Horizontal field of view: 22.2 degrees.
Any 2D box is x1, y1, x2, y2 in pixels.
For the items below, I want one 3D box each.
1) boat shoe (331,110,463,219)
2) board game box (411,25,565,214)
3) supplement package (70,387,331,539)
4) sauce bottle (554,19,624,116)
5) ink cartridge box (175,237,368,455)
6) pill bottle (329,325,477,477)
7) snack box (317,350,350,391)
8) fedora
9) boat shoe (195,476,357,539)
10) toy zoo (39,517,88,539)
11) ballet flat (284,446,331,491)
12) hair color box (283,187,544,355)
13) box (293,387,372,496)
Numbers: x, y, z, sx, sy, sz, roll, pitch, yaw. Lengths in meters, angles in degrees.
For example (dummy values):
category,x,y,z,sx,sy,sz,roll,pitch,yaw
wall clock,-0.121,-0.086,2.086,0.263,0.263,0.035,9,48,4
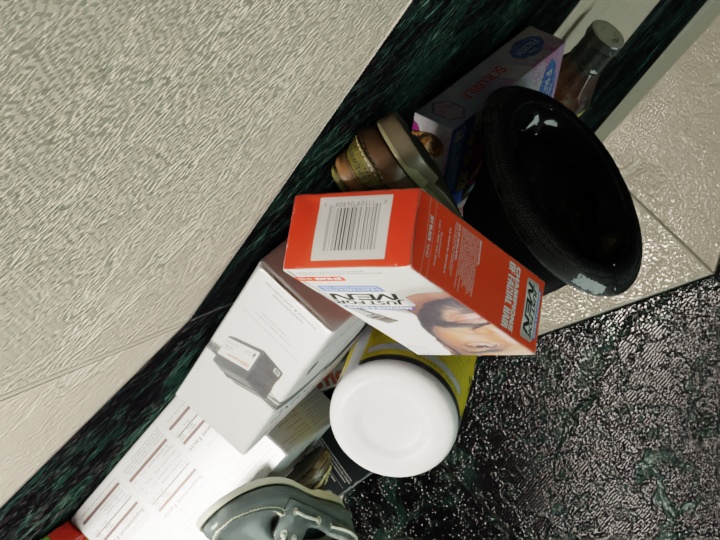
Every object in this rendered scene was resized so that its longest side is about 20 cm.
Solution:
category,x,y,z,sx,sy,sz,roll,pitch,yaw
boat shoe,0.027,-0.062,1.399,0.068,0.072,0.200,-32,155,6
board game box,0.098,-0.084,1.586,0.199,0.041,0.201,-41,149,-45
supplement package,-0.137,0.176,1.668,0.200,0.111,0.156,-48,173,19
sauce bottle,0.204,-0.178,1.919,0.066,0.066,0.200,-39,172,-49
ink cartridge box,-0.049,0.040,1.506,0.145,0.084,0.200,-43,173,-42
pill bottle,0.044,0.085,1.616,0.112,0.112,0.200,-49,-172,28
snack box,-0.058,0.106,1.776,0.199,0.024,0.072,-20,-173,27
fedora,0.140,-0.049,1.491,0.091,0.201,0.200,-38,179,33
boat shoe,-0.064,0.227,1.592,0.073,0.062,0.200,-44,152,18
toy zoo,-0.292,0.274,1.662,0.131,0.020,0.200,-49,174,18
ballet flat,-0.067,0.225,1.716,0.067,0.046,0.200,-44,175,-42
hair color box,0.044,0.005,1.361,0.200,0.110,0.064,31,63,-52
box,-0.021,0.132,1.836,0.141,0.079,0.200,-33,-158,-3
